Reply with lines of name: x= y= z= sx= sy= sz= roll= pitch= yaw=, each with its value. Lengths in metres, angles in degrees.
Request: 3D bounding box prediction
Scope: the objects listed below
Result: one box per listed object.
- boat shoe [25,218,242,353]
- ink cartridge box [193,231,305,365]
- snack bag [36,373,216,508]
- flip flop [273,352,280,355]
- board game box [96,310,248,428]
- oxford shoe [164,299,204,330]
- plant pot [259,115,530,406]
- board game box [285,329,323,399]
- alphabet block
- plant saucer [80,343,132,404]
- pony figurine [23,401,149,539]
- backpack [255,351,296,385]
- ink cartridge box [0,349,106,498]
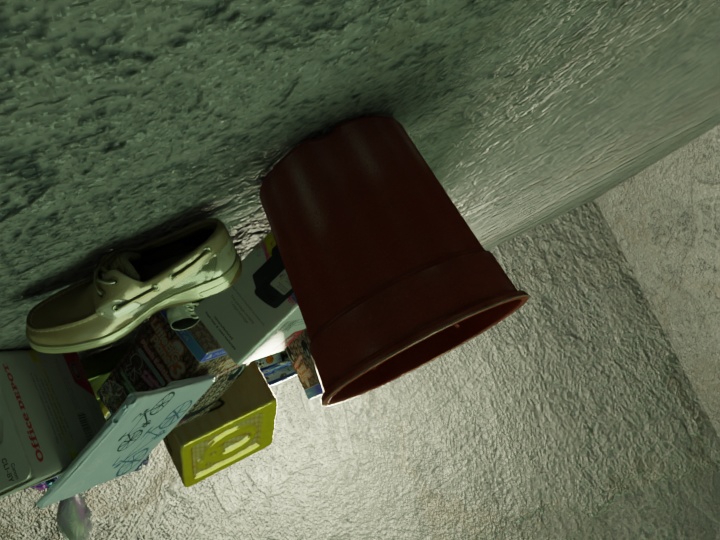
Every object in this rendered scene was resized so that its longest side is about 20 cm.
boat shoe: x=-0.207 y=0.009 z=0.631 sx=0.198 sy=0.072 sz=0.065 roll=-21 pitch=137 yaw=-7
ink cartridge box: x=-0.070 y=0.004 z=0.811 sx=0.200 sy=0.083 sz=0.146 roll=-44 pitch=170 yaw=10
snack bag: x=-0.281 y=0.201 z=0.862 sx=0.189 sy=0.021 sz=0.200 roll=-47 pitch=168 yaw=10
flip flop: x=-0.179 y=0.148 z=1.821 sx=0.199 sy=0.081 sz=0.058 roll=-25 pitch=157 yaw=-21
board game box: x=-0.245 y=0.129 z=1.007 sx=0.200 sy=0.097 sz=0.159 roll=-49 pitch=164 yaw=24
oxford shoe: x=-0.188 y=0.022 z=0.810 sx=0.075 sy=0.058 sz=0.200 roll=-20 pitch=170 yaw=-29
plant pot: x=0.015 y=-0.014 z=0.630 sx=0.199 sy=0.197 sz=0.201 roll=-25 pitch=166 yaw=-7
board game box: x=-0.076 y=0.113 z=1.278 sx=0.096 sy=0.202 sz=0.159 roll=-23 pitch=173 yaw=-23
alphabet block: x=-0.286 y=0.247 z=1.331 sx=0.194 sy=0.201 sz=0.197 roll=-24 pitch=150 yaw=-24
plant saucer: x=-0.413 y=0.184 z=1.087 sx=0.198 sy=0.048 sz=0.200 roll=-22 pitch=158 yaw=-25
pony figurine: x=-0.434 y=0.308 z=1.099 sx=0.199 sy=0.194 sz=0.167 roll=-28 pitch=-142 yaw=-1
backpack: x=-0.252 y=0.235 z=1.920 sx=0.189 sy=0.156 sz=0.200 roll=-10 pitch=170 yaw=-29
ink cartridge box: x=-0.388 y=0.174 z=0.829 sx=0.083 sy=0.146 sz=0.200 roll=-25 pitch=173 yaw=2
